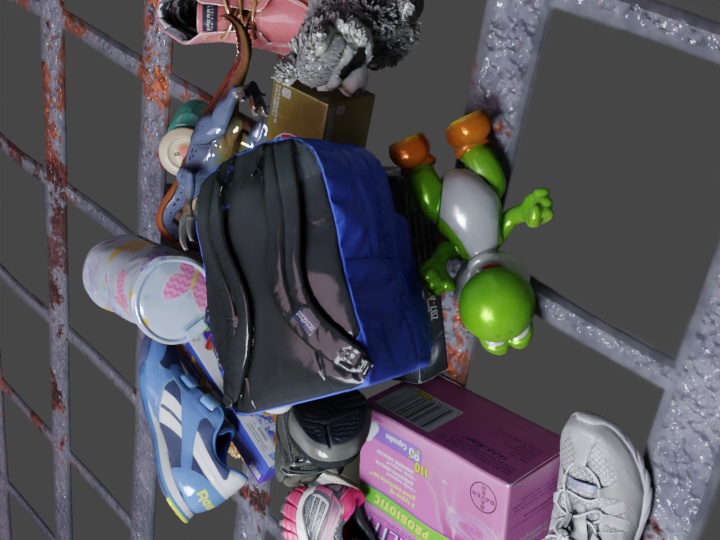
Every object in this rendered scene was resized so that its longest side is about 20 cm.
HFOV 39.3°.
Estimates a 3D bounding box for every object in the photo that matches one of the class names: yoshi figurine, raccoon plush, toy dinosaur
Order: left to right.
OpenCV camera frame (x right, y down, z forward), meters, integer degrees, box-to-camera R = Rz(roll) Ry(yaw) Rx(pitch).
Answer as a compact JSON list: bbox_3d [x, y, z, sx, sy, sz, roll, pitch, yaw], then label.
[{"bbox_3d":[-0.138,-0.106,0.975,0.181,0.105,0.200,-29,62,32],"label":"toy dinosaur"},{"bbox_3d":[-0.041,-0.233,0.868,0.200,0.134,0.097,52,138,21],"label":"raccoon plush"},{"bbox_3d":[0.097,-0.024,0.823,0.112,0.112,0.200,-17,95,44],"label":"yoshi figurine"}]

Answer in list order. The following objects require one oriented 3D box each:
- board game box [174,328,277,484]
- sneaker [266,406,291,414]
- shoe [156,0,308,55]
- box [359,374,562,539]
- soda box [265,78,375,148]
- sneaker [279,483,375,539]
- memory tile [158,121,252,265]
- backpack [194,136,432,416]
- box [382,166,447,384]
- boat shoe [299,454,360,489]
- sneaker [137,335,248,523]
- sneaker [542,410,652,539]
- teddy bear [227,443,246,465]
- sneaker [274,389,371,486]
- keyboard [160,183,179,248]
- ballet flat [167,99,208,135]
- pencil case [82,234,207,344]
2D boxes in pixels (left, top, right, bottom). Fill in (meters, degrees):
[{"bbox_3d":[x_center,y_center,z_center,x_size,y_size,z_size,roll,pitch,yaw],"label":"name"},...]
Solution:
[{"bbox_3d":[-0.101,0.107,1.072,0.200,0.134,0.045,53,143,19],"label":"board game box"},{"bbox_3d":[-0.075,0.054,0.947,0.200,0.105,0.076,54,139,46],"label":"sneaker"},{"bbox_3d":[-0.112,-0.242,0.978,0.200,0.091,0.072,22,121,42],"label":"shoe"},{"bbox_3d":[0.090,0.224,0.935,0.176,0.097,0.200,25,123,41],"label":"box"},{"bbox_3d":[-0.047,-0.074,0.917,0.068,0.064,0.200,31,125,31],"label":"soda box"},{"bbox_3d":[-0.012,0.298,0.949,0.075,0.081,0.200,-13,102,27],"label":"sneaker"},{"bbox_3d":[-0.119,-0.056,1.033,0.017,0.153,0.200,-112,13,-75],"label":"memory tile"},{"bbox_3d":[-0.039,-0.002,0.810,0.162,0.168,0.200,-19,85,31],"label":"backpack"},{"bbox_3d":[0.000,0.000,0.977,0.160,0.043,0.200,7,110,41],"label":"box"},{"bbox_3d":[-0.054,0.207,1.095,0.199,0.075,0.066,23,127,16],"label":"boat shoe"},{"bbox_3d":[-0.170,0.148,1.016,0.074,0.082,0.200,67,-177,-66],"label":"sneaker"},{"bbox_3d":[0.189,0.215,0.830,0.075,0.082,0.200,9,112,46],"label":"sneaker"},{"bbox_3d":[-0.148,0.164,1.203,0.200,0.067,0.145,57,141,15],"label":"teddy bear"},{"bbox_3d":[-0.036,0.160,0.929,0.199,0.076,0.114,-147,52,-70],"label":"sneaker"},{"bbox_3d":[-0.175,-0.018,1.154,0.127,0.021,0.200,35,150,7],"label":"keyboard"},{"bbox_3d":[-0.169,-0.111,1.113,0.067,0.071,0.200,8,145,4],"label":"ballet flat"},{"bbox_3d":[-0.213,0.017,1.002,0.200,0.083,0.091,13,122,61],"label":"pencil case"}]
